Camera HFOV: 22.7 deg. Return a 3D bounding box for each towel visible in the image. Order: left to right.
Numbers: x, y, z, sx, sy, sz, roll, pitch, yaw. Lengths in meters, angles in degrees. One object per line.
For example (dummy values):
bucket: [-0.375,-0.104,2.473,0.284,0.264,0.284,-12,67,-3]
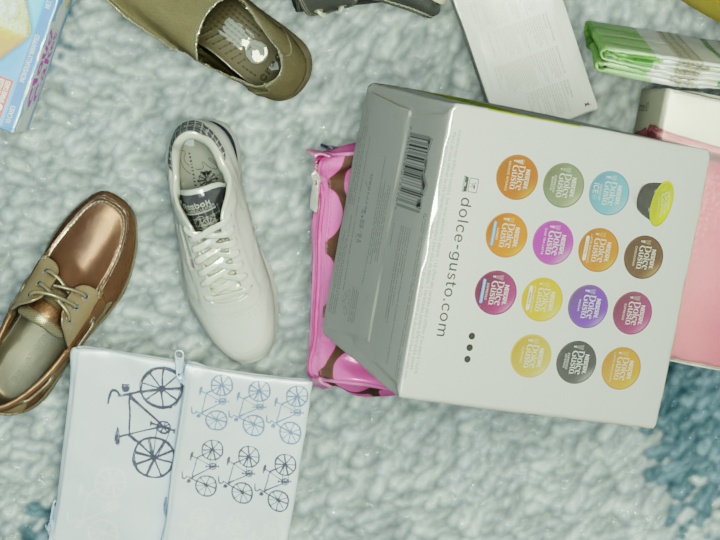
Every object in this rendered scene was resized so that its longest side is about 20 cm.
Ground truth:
towel: [0.271,-0.152,1.361,0.199,0.149,0.031,9,105,1]

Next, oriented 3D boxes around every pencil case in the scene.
pencil case: [0.000,0.000,1.408,0.093,0.091,0.201,-2,95,-32]

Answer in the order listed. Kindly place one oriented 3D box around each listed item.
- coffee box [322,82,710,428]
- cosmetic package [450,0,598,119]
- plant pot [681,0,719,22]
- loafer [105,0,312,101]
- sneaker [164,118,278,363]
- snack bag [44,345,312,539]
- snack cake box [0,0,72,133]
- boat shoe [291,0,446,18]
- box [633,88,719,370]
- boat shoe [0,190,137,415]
coffee box: [0.106,-0.015,1.290,0.197,0.200,0.201,9,97,-18]
cosmetic package: [0.114,-0.208,1.391,0.082,0.051,0.201,-18,105,4]
plant pot: [0.299,-0.262,1.345,0.141,0.200,0.201,6,96,24]
loafer: [-0.125,-0.203,1.398,0.199,0.067,0.076,30,95,-2]
sneaker: [-0.115,-0.020,1.410,0.076,0.081,0.201,-16,97,0]
snack bag: [-0.147,0.154,1.432,0.199,0.021,0.189,10,111,0]
snack cake box: [-0.286,-0.220,1.398,0.115,0.067,0.201,19,95,-2]
boat shoe: [-0.029,-0.230,1.389,0.199,0.072,0.068,15,114,-19]
box: [0.256,-0.034,1.381,0.108,0.128,0.201,11,95,-1]
boat shoe: [-0.238,0.031,1.418,0.076,0.072,0.201,28,95,-2]
